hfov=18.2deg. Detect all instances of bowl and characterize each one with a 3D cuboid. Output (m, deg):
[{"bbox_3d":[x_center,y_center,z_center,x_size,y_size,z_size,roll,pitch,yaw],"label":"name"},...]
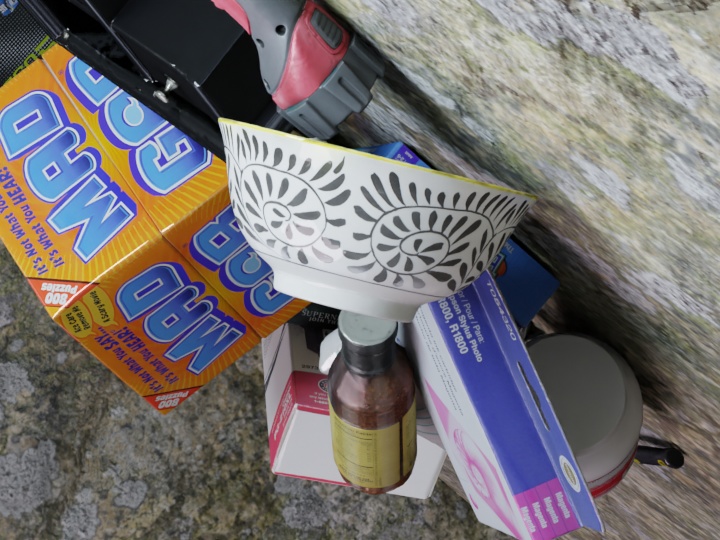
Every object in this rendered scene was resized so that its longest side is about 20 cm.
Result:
[{"bbox_3d":[0.000,-0.024,1.356,0.200,0.095,0.201,13,-178,0],"label":"bowl"}]

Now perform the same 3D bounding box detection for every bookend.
[{"bbox_3d":[-0.142,-0.179,1.442,0.200,0.092,0.199,35,172,25],"label":"bookend"}]

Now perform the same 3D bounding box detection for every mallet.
[{"bbox_3d":[0.235,0.161,1.910,0.066,0.041,0.200,43,169,-17],"label":"mallet"}]

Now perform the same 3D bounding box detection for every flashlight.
[{"bbox_3d":[-0.076,-0.162,1.314,0.200,0.068,0.068,40,176,-20],"label":"flashlight"}]

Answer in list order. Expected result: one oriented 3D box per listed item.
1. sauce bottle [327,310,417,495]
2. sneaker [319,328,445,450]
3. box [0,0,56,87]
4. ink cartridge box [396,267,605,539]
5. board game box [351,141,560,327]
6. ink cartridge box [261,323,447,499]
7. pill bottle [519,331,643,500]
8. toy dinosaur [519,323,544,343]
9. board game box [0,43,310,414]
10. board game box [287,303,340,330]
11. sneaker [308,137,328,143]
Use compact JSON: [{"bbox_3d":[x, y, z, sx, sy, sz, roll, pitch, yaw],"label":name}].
[{"bbox_3d":[0.009,0.087,1.590,0.066,0.066,0.200,36,153,23],"label":"sauce bottle"},{"bbox_3d":[0.040,0.089,1.705,0.080,0.071,0.200,-15,141,26],"label":"sneaker"},{"bbox_3d":[-0.274,-0.169,1.764,0.047,0.200,0.193,36,172,28],"label":"box"},{"bbox_3d":[0.081,0.088,1.524,0.197,0.043,0.200,66,170,-5],"label":"ink cartridge box"},{"bbox_3d":[0.049,-0.026,1.621,0.152,0.045,0.200,41,174,-9],"label":"board game box"},{"bbox_3d":[-0.005,0.096,1.973,0.144,0.085,0.200,11,-146,-13],"label":"ink cartridge box"},{"bbox_3d":[0.152,0.108,1.662,0.112,0.112,0.200,38,173,13],"label":"pill bottle"},{"bbox_3d":[0.068,0.079,1.828,0.102,0.136,0.200,38,173,6],"label":"toy dinosaur"},{"bbox_3d":[-0.158,-0.054,1.713,0.200,0.200,0.200,53,-179,31],"label":"board game box"},{"bbox_3d":[-0.087,-0.003,1.967,0.199,0.028,0.135,9,-150,-15],"label":"board game box"},{"bbox_3d":[-0.031,-0.025,1.553,0.085,0.075,0.200,54,173,7],"label":"sneaker"}]
